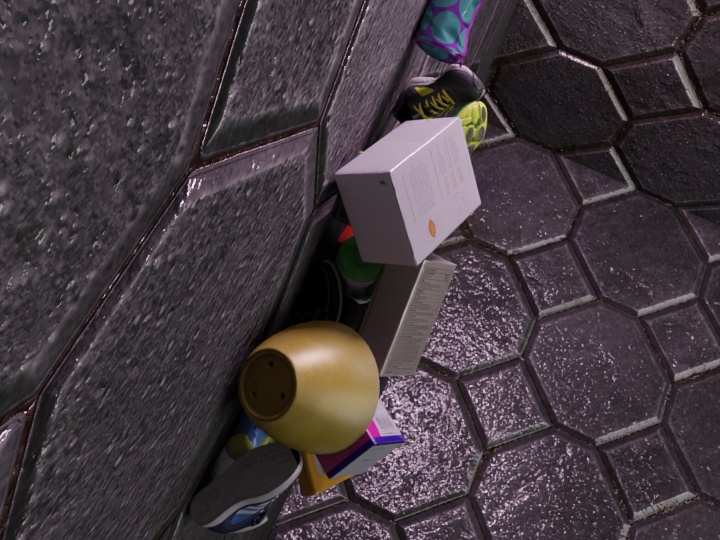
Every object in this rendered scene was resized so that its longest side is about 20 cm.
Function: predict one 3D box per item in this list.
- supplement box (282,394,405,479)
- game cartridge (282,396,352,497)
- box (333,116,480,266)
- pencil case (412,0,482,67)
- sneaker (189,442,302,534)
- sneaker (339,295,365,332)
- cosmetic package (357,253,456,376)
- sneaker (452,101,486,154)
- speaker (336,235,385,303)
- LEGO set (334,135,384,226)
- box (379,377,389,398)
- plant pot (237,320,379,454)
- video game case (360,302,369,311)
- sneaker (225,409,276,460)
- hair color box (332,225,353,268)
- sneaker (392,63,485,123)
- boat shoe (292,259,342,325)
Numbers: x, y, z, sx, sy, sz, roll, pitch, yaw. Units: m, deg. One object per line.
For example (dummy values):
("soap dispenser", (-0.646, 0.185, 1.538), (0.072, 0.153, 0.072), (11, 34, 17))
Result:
("supplement box", (-0.038, 0.211, 1.178), (0.103, 0.200, 0.101), (-41, 154, 18))
("game cartridge", (-0.066, 0.268, 1.299), (0.176, 0.032, 0.201), (-4, 78, -60))
("box", (0.077, -0.123, 1.139), (0.200, 0.106, 0.153), (-41, 123, -40))
("pencil case", (0.162, -0.433, 1.198), (0.201, 0.092, 0.085), (-64, 174, 0))
("sneaker", (-0.161, 0.349, 1.197), (0.200, 0.081, 0.147), (-33, 152, 2))
("sneaker", (-0.018, 0.105, 1.348), (0.200, 0.106, 0.075), (-9, -129, 63))
("cosmetic package", (0.068, 0.066, 1.210), (0.103, 0.073, 0.201), (9, 104, -52))
("sneaker", (0.137, -0.204, 1.260), (0.074, 0.084, 0.200), (6, 130, -37))
("speaker", (0.000, 0.000, 1.282), (0.089, 0.088, 0.200), (-63, 176, -14))
("LEGO set", (0.048, -0.135, 1.263), (0.200, 0.115, 0.154), (-47, 161, -71))
("box", (-0.075, 0.271, 1.478), (0.196, 0.117, 0.200), (-25, -151, 49))
("plant pot", (-0.093, 0.166, 1.076), (0.142, 0.200, 0.201), (16, 100, -58))
("video game case", (0.025, 0.041, 1.470), (0.182, 0.199, 0.022), (-56, 140, -56))
("sneaker", (-0.154, 0.247, 1.265), (0.200, 0.075, 0.105), (-38, 152, -75))
("hair color box", (0.015, -0.080, 1.466), (0.111, 0.064, 0.200), (104, 11, -54))
("sneaker", (0.130, -0.285, 1.270), (0.085, 0.074, 0.200), (-54, -155, -18))
("boat shoe", (-0.083, 0.080, 1.254), (0.066, 0.074, 0.200), (-14, 128, -43))
